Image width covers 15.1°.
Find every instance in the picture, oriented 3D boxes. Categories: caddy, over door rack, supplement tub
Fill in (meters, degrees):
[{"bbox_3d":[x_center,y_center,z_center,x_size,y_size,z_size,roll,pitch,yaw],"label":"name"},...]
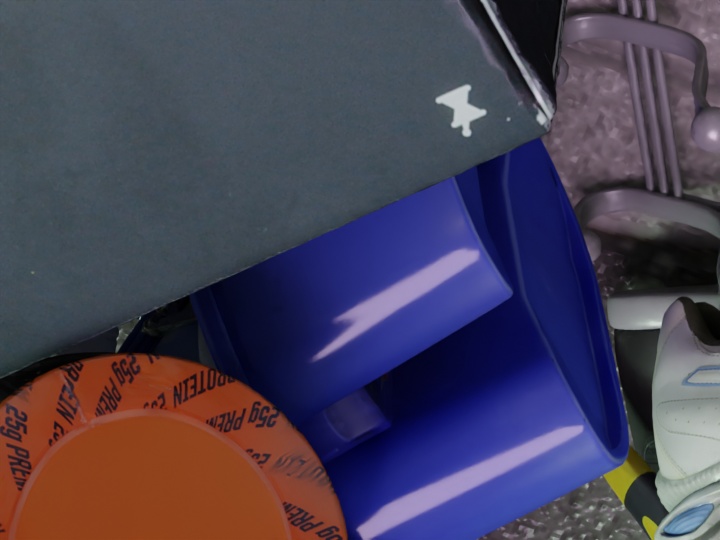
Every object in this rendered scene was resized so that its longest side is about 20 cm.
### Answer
[{"bbox_3d":[0.000,0.000,0.776,0.105,0.200,0.142,-24,121,13],"label":"caddy"},{"bbox_3d":[0.139,-0.053,0.795,0.200,0.067,0.148,9,129,29],"label":"over door rack"},{"bbox_3d":[-0.075,0.094,0.692,0.122,0.123,0.200,23,157,-8],"label":"supplement tub"}]

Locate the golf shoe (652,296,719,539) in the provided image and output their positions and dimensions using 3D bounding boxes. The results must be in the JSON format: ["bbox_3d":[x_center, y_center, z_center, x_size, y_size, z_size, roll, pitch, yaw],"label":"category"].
[{"bbox_3d":[0.165,0.020,0.749,0.200,0.097,0.078,-20,160,28],"label":"golf shoe"}]

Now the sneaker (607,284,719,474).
[{"bbox_3d":[0.180,0.054,0.872,0.200,0.071,0.099,-1,93,16],"label":"sneaker"}]

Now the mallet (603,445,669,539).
[{"bbox_3d":[0.082,0.071,0.861,0.041,0.200,0.066,-12,142,-28],"label":"mallet"}]

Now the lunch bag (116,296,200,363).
[{"bbox_3d":[-0.045,0.102,0.900,0.082,0.161,0.200,13,129,16],"label":"lunch bag"}]

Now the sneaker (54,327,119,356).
[{"bbox_3d":[-0.141,-0.047,0.774,0.200,0.112,0.073,22,170,-33],"label":"sneaker"}]

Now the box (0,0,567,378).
[{"bbox_3d":[-0.058,-0.088,0.663,0.200,0.197,0.124,-24,118,21],"label":"box"}]
